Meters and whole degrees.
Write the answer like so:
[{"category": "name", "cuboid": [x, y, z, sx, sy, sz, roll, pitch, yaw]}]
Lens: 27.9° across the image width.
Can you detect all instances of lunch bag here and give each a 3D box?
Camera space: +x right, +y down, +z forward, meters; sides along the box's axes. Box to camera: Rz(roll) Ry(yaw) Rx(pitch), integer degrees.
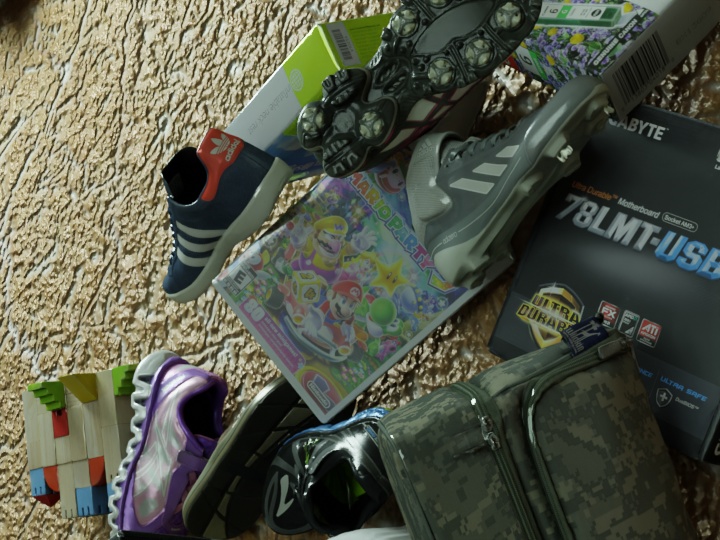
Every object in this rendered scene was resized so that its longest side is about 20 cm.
[{"category": "lunch bag", "cuboid": [0.116, 0.146, 0.886, 0.139, 0.166, 0.202, 144, 105, -83]}]

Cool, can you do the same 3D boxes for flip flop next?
[{"category": "flip flop", "cuboid": [-0.080, 0.143, 1.193, 0.201, 0.080, 0.058, -52, 26, 25]}]

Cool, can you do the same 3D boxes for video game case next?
[{"category": "video game case", "cuboid": [0.000, 0.000, 1.103, 0.200, 0.018, 0.144, -41, 85, 16]}]

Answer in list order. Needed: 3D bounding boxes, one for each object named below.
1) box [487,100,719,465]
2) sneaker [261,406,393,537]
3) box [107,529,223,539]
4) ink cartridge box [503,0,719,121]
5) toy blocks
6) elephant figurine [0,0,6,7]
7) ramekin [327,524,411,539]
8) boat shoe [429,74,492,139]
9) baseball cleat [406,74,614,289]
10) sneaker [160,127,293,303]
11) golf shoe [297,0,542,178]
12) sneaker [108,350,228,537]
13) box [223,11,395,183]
[{"category": "box", "cuboid": [0.196, -0.002, 0.957, 0.199, 0.049, 0.201, 28, 100, 46]}, {"category": "sneaker", "cuboid": [-0.027, 0.162, 1.092, 0.083, 0.071, 0.199, -48, 8, -37]}, {"category": "box", "cuboid": [-0.098, 0.299, 1.073, 0.047, 0.192, 0.202, -39, 52, 34]}, {"category": "ink cartridge box", "cuboid": [0.147, -0.190, 1.029, 0.109, 0.050, 0.200, -44, 43, -9]}, {"category": "toy blocks", "cuboid": [-0.251, 0.171, 1.357, 0.199, 0.099, 0.139, -15, 79, 43]}, {"category": "elephant figurine", "cuboid": [-0.493, -0.355, 1.741, 0.141, 0.156, 0.200, -38, 14, -10]}, {"category": "ramekin", "cuboid": [0.020, 0.277, 1.018, 0.199, 0.104, 0.203, -16, 68, 43]}, {"category": "boat shoe", "cuboid": [0.047, -0.077, 1.121, 0.201, 0.072, 0.066, -52, 57, 19]}, {"category": "baseball cleat", "cuboid": [0.088, -0.076, 0.992, 0.107, 0.069, 0.201, 50, 130, 19]}, {"category": "sneaker", "cuboid": [-0.128, -0.047, 1.149, 0.200, 0.084, 0.075, -46, 14, 48]}, {"category": "golf shoe", "cuboid": [0.045, -0.142, 1.017, 0.199, 0.088, 0.078, -35, 78, 19]}, {"category": "sneaker", "cuboid": [-0.159, 0.172, 1.265, 0.088, 0.080, 0.203, 1, 80, 34]}, {"category": "box", "cuboid": [-0.026, -0.131, 1.140, 0.200, 0.121, 0.048, -39, 72, 51]}]
